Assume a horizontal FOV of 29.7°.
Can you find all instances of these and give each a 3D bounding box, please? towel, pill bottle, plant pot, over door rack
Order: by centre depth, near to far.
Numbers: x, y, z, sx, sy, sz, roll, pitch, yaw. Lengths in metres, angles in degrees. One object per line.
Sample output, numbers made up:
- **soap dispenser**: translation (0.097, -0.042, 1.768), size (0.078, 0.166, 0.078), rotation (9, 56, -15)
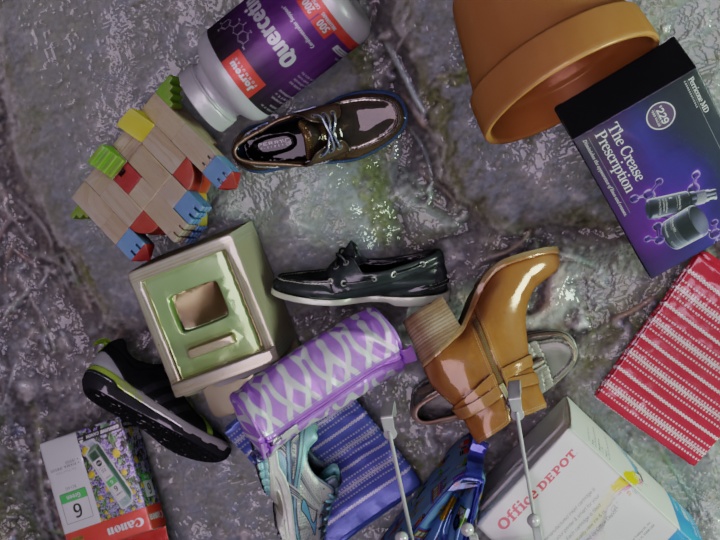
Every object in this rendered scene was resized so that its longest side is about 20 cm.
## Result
- **over door rack**: translation (0.103, 0.224, 1.360), size (0.146, 0.067, 0.203), rotation (-9, 98, 8)
- **plant pot**: translation (0.183, -0.240, 1.374), size (0.198, 0.200, 0.141), rotation (-29, 78, 11)
- **pill bottle**: translation (-0.094, -0.238, 1.442), size (0.199, 0.112, 0.113), rotation (-37, 93, 12)
- **towel**: translation (0.368, 0.096, 1.480), size (0.144, 0.022, 0.201), rotation (34, 104, -1)
- **towel**: translation (-0.041, 0.212, 1.529), size (0.144, 0.024, 0.201), rotation (-35, 109, 11)

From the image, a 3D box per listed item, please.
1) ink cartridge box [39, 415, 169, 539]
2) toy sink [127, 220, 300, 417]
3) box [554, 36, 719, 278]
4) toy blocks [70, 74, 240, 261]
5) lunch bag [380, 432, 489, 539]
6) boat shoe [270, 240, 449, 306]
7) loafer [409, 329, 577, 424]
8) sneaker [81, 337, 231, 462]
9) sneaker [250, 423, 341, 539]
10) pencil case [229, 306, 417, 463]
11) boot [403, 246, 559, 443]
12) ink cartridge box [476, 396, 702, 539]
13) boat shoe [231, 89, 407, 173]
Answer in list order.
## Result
- **ink cartridge box**: translation (-0.288, 0.279, 1.566), size (0.108, 0.050, 0.203), rotation (-19, 83, 11)
- **toy sink**: translation (-0.153, 0.066, 1.500), size (0.129, 0.112, 0.202), rotation (-19, 97, 11)
- **box**: translation (0.308, -0.112, 1.385), size (0.140, 0.079, 0.201), rotation (-31, 122, 9)
- **toy blocks**: translation (-0.214, -0.088, 1.475), size (0.137, 0.100, 0.200), rotation (44, 102, 13)
- **lunch bag**: translation (0.086, 0.270, 1.481), size (0.093, 0.151, 0.202), rotation (25, 102, 3)
- **boat shoe**: translation (0.000, 0.001, 1.485), size (0.196, 0.075, 0.067), rotation (2, 105, 5)
- **loafer**: translation (0.147, 0.127, 1.494), size (0.198, 0.063, 0.073), rotation (-23, 96, 11)
- **sneaker**: translation (-0.221, 0.143, 1.543), size (0.199, 0.072, 0.083), rotation (35, 61, -17)
- **sneaker**: translation (-0.056, 0.258, 1.497), size (0.085, 0.078, 0.202), rotation (-17, 110, 0)
- **pencil case**: translation (-0.044, 0.119, 1.438), size (0.199, 0.085, 0.085), rotation (-34, 122, -14)
- **boot**: translation (0.160, 0.075, 1.441), size (0.198, 0.077, 0.156), rotation (-29, 80, -20)
- **ink cartridge box**: translation (0.245, 0.266, 1.461), size (0.200, 0.145, 0.147), rotation (43, 101, -1)
- **boat shoe**: translation (-0.045, -0.143, 1.471), size (0.197, 0.072, 0.073), rotation (-17, 97, 10)
